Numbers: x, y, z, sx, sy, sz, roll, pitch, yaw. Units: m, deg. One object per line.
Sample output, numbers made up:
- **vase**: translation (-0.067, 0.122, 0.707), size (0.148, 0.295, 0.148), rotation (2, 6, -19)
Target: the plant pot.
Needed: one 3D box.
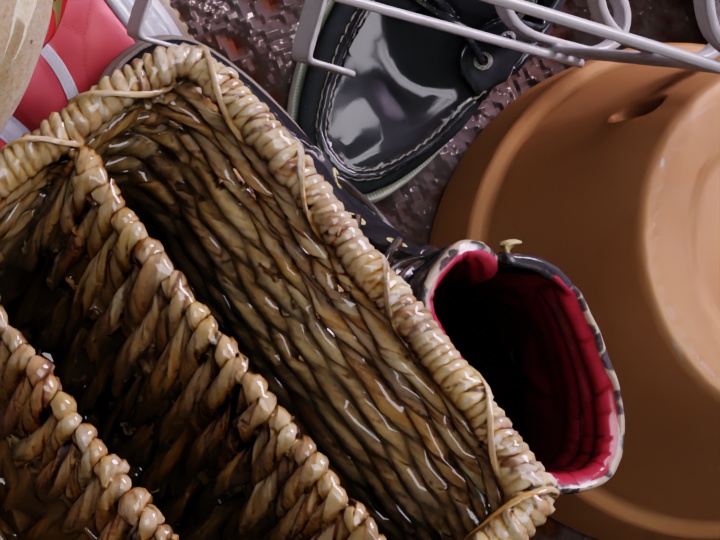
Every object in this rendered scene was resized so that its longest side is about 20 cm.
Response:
- **plant pot**: translation (0.140, 0.001, 0.878), size (0.200, 0.140, 0.201), rotation (3, 79, -17)

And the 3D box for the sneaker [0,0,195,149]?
- **sneaker**: translation (-0.158, -0.114, 0.840), size (0.112, 0.071, 0.200), rotation (-43, 97, -22)

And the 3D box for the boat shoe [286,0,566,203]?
- **boat shoe**: translation (0.043, -0.112, 0.904), size (0.074, 0.066, 0.199), rotation (43, 72, -7)

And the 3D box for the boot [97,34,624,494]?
- **boot**: translation (0.000, 0.000, 0.812), size (0.073, 0.151, 0.200), rotation (-39, 108, -20)

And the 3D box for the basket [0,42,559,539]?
- **basket**: translation (-0.067, 0.055, 0.739), size (0.143, 0.149, 0.200), rotation (-29, 77, -35)

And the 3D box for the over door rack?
- **over door rack**: translation (0.042, -0.099, 0.785), size (0.200, 0.148, 0.067), rotation (0, 97, -26)

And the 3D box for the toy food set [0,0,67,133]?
- **toy food set**: translation (-0.183, -0.100, 0.787), size (0.200, 0.049, 0.198), rotation (42, 103, 22)
